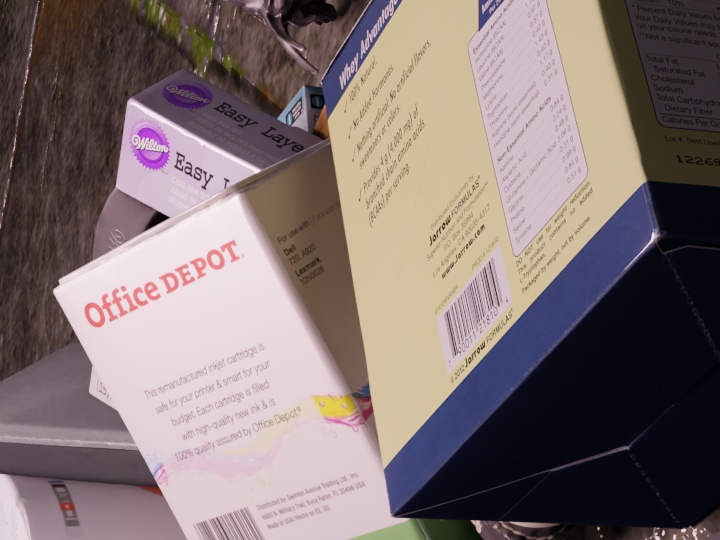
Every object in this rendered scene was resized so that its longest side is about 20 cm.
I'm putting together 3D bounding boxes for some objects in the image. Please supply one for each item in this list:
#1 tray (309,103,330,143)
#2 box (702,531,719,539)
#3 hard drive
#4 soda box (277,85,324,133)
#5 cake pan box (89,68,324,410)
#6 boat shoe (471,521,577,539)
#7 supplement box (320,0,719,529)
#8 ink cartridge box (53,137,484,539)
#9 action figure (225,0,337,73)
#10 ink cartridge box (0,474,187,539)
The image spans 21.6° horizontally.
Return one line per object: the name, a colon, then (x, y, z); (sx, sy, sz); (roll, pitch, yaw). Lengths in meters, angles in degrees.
tray: (0.000, 0.000, 0.947); (0.098, 0.037, 0.201); (38, 129, 15)
box: (0.095, 0.194, 0.647); (0.199, 0.050, 0.159); (-32, 52, 29)
hard drive: (-0.139, 0.080, 1.101); (0.198, 0.139, 0.033); (-1, 110, 39)
soda box: (-0.040, -0.026, 1.075); (0.200, 0.063, 0.069); (137, 134, -54)
cake pan box: (-0.044, 0.022, 0.935); (0.199, 0.052, 0.186); (30, 125, 22)
boat shoe: (0.069, 0.027, 0.814); (0.061, 0.073, 0.202); (99, 169, -57)
supplement box: (0.093, -0.039, 0.695); (0.200, 0.133, 0.202); (128, 141, -50)
ink cartridge box: (-0.028, 0.059, 0.851); (0.144, 0.084, 0.201); (-23, 97, 44)
action figure: (-0.055, -0.214, 1.092); (0.119, 0.101, 0.202); (40, -129, -66)
ink cartridge box: (-0.116, 0.153, 1.081); (0.200, 0.160, 0.051); (-156, 70, -64)
